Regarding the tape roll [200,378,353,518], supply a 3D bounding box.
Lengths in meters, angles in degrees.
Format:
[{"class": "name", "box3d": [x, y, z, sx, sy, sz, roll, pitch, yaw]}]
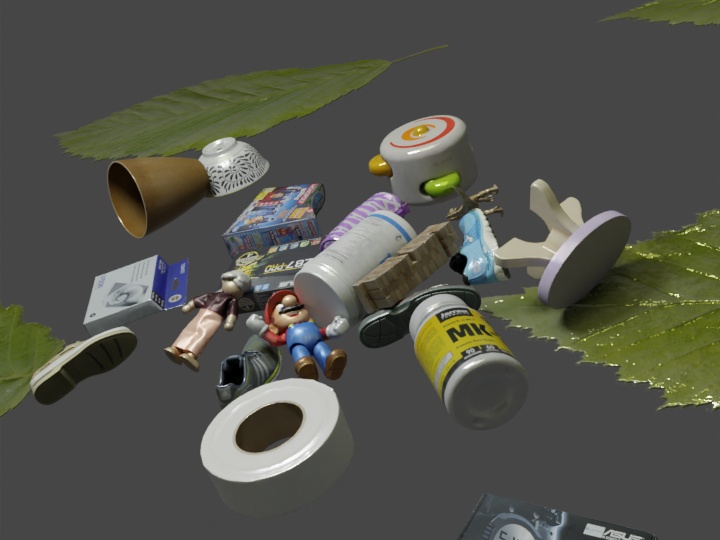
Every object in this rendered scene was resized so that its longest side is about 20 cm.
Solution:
[{"class": "tape roll", "box3d": [-0.112, 0.237, 1.180, 0.202, 0.071, 0.202, -15, 29, 9]}]

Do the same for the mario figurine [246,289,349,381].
[{"class": "mario figurine", "box3d": [-0.099, 0.089, 1.366, 0.106, 0.123, 0.200, -55, 40, 11]}]

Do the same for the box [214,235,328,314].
[{"class": "box", "box3d": [-0.161, 0.011, 1.617, 0.200, 0.049, 0.161, -9, 34, 20]}]

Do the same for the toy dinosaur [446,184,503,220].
[{"class": "toy dinosaur", "box3d": [0.203, -0.113, 1.558, 0.101, 0.058, 0.200, -16, -8, -1]}]

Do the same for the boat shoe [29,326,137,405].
[{"class": "boat shoe", "box3d": [-0.500, 0.157, 1.547, 0.200, 0.075, 0.068, -31, 37, -18]}]

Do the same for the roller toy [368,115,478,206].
[{"class": "roller toy", "box3d": [0.135, -0.229, 1.750, 0.200, 0.140, 0.182, 7, 38, 39]}]

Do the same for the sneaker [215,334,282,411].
[{"class": "sneaker", "box3d": [-0.175, 0.154, 1.347, 0.074, 0.081, 0.200, -12, 30, 13]}]

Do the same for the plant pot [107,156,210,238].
[{"class": "plant pot", "box3d": [-0.464, -0.193, 2.042, 0.200, 0.187, 0.186, -23, 26, -33]}]

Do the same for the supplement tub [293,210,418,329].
[{"class": "supplement tub", "box3d": [0.000, 0.000, 1.453, 0.132, 0.132, 0.200, 13, 43, 44]}]

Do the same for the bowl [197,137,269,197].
[{"class": "bowl", "box3d": [-0.337, -0.272, 2.157, 0.201, 0.094, 0.201, -14, 30, 8]}]

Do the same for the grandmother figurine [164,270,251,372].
[{"class": "grandmother figurine", "box3d": [-0.260, 0.078, 1.510, 0.121, 0.061, 0.200, 22, 60, 23]}]

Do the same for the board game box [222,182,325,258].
[{"class": "board game box", "box3d": [-0.151, -0.106, 1.797, 0.200, 0.062, 0.200, -2, 34, 27]}]

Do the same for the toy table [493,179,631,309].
[{"class": "toy table", "box3d": [0.303, -0.039, 1.307, 0.200, 0.184, 0.117, -25, 43, -34]}]

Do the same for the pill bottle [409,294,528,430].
[{"class": "pill bottle", "box3d": [0.140, 0.118, 1.184, 0.114, 0.114, 0.200, -22, 29, -5]}]

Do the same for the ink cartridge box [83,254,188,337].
[{"class": "ink cartridge box", "box3d": [-0.451, 0.039, 1.752, 0.200, 0.041, 0.200, -19, 29, 0]}]

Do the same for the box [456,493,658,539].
[{"class": "box", "box3d": [0.186, 0.321, 0.884, 0.200, 0.044, 0.160, 5, 38, 37]}]

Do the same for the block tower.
[{"class": "block tower", "box3d": [0.079, -0.007, 1.394, 0.200, 0.054, 0.058, -37, 14, -33]}]

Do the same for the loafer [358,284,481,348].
[{"class": "loafer", "box3d": [0.089, 0.061, 1.363, 0.200, 0.072, 0.063, -19, 23, 5]}]

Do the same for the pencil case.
[{"class": "pencil case", "box3d": [0.007, -0.072, 1.618, 0.085, 0.084, 0.200, -6, 30, 40]}]

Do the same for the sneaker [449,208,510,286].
[{"class": "sneaker", "box3d": [0.187, -0.039, 1.464, 0.090, 0.078, 0.200, -21, 27, 8]}]
